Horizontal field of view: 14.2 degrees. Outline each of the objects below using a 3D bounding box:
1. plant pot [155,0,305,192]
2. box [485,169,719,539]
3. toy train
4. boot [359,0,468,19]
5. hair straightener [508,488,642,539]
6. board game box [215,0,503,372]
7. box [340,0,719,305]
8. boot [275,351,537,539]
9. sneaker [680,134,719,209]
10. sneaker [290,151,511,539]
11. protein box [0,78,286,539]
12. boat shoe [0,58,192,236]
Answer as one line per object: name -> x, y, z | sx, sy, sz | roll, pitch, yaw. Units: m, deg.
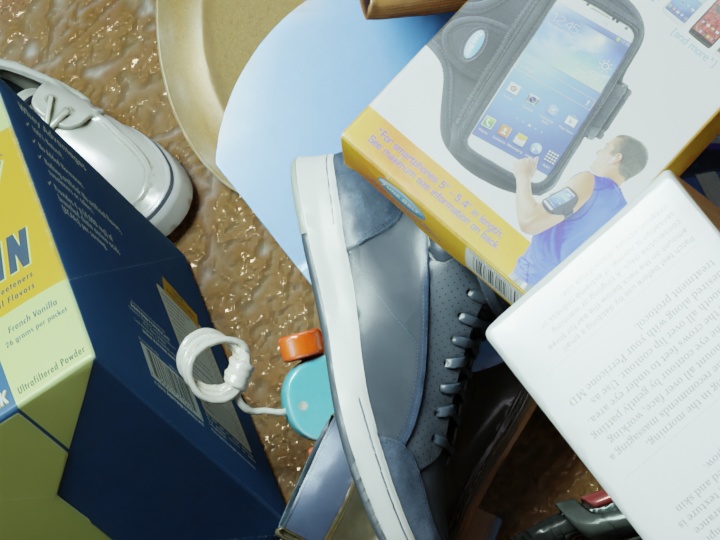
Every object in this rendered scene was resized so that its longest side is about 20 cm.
plant pot -> -0.036, -0.136, 1.540 | 0.199, 0.027, 0.201 | 4, 96, 47
box -> 0.169, 0.076, 1.220 | 0.106, 0.152, 0.200 | -41, 71, 9
toy train -> 0.000, 0.000, 1.439 | 0.200, 0.150, 0.056 | -56, 6, -8
boot -> 0.098, -0.137, 1.336 | 0.199, 0.069, 0.189 | -4, 51, -17
hair straightener -> 0.155, 0.115, 1.316 | 0.199, 0.041, 0.077 | -19, 54, 13
board game box -> 0.034, -0.047, 1.383 | 0.158, 0.039, 0.200 | -39, 79, -1
box -> 0.100, -0.087, 1.270 | 0.119, 0.041, 0.200 | 40, 81, 14
boot -> 0.033, 0.060, 1.373 | 0.096, 0.075, 0.201 | 20, 74, -5
sneaker -> 0.193, 0.004, 1.348 | 0.199, 0.081, 0.147 | 4, 72, 29
sneaker -> 0.057, 0.032, 1.307 | 0.145, 0.077, 0.203 | -11, 81, 4
protein box -> -0.161, 0.050, 1.443 | 0.135, 0.199, 0.200 | -33, 50, 9
boat shoe -> -0.175, -0.074, 1.615 | 0.072, 0.066, 0.200 | -51, 50, -6
